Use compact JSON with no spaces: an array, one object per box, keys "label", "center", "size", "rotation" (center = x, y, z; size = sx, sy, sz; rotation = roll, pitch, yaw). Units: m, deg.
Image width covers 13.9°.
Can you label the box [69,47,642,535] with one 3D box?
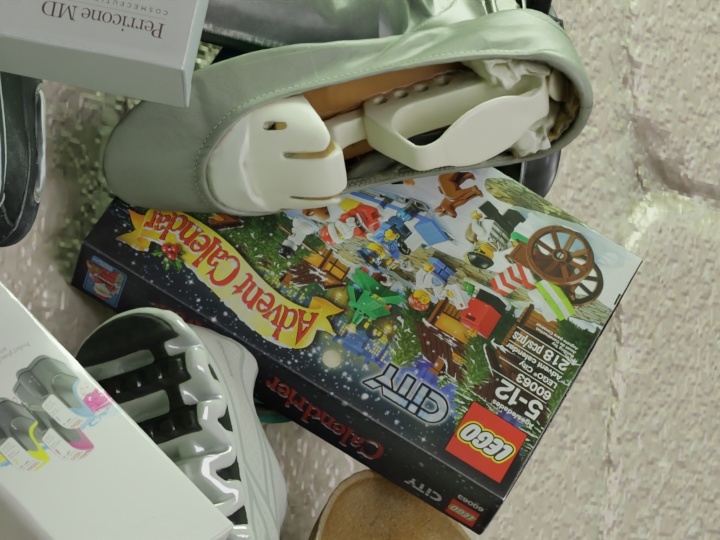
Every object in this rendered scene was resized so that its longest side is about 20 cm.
[{"label":"box","center":[0.000,0.000,1.225],"size":[0.199,0.038,0.137],"rotation":[31,57,3]}]

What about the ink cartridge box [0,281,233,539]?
[{"label":"ink cartridge box","center":[-0.123,0.095,1.046],"size":[0.200,0.115,0.068],"rotation":[46,45,13]}]

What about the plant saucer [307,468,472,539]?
[{"label":"plant saucer","center":[0.022,0.180,1.193],"size":[0.200,0.035,0.201],"rotation":[46,31,-39]}]

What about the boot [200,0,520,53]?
[{"label":"boot","center":[-0.033,-0.137,1.254],"size":[0.199,0.182,0.073],"rotation":[12,120,-21]}]

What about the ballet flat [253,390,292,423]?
[{"label":"ballet flat","center":[-0.002,0.002,1.289],"size":[0.071,0.067,0.200],"rotation":[96,21,-56]}]

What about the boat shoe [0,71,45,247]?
[{"label":"boat shoe","center":[-0.150,-0.108,1.125],"size":[0.068,0.073,0.201],"rotation":[11,66,-61]}]

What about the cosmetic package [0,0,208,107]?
[{"label":"cosmetic package","center":[-0.144,-0.153,1.063],"size":[0.052,0.199,0.152],"rotation":[97,3,-78]}]

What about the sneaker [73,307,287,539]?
[{"label":"sneaker","center":[-0.055,0.114,1.141],"size":[0.081,0.075,0.201],"rotation":[8,73,-63]}]

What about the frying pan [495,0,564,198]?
[{"label":"frying pan","center":[0.077,-0.104,1.324],"size":[0.191,0.031,0.115],"rotation":[98,-10,-46]}]

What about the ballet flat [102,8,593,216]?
[{"label":"ballet flat","center":[-0.002,-0.057,1.174],"size":[0.199,0.064,0.068],"rotation":[-15,126,-11]}]
